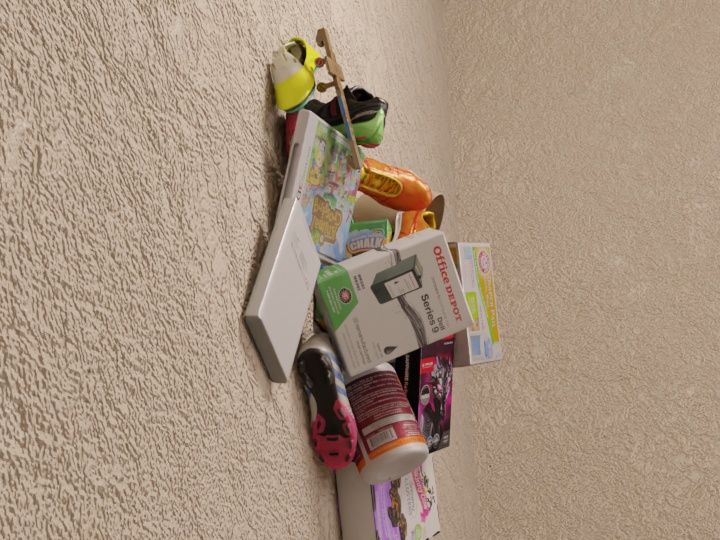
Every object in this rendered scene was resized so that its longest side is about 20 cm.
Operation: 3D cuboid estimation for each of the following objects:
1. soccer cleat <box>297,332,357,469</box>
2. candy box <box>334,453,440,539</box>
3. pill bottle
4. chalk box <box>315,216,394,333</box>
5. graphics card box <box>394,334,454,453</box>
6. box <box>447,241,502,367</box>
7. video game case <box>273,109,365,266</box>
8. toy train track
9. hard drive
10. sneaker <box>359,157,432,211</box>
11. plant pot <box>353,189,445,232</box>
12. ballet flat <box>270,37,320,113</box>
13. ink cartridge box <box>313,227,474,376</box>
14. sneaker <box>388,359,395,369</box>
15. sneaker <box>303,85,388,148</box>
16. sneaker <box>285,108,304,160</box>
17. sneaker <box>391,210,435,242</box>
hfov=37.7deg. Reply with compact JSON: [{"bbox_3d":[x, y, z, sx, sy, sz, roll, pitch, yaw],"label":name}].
[{"bbox_3d":[-0.041,0.184,1.511,0.087,0.069,0.203,-69,150,-65],"label":"soccer cleat"},{"bbox_3d":[0.046,0.364,1.687,0.199,0.071,0.171,-9,93,-57],"label":"candy box"},{"bbox_3d":[0.018,0.206,1.575,0.110,0.108,0.202,59,7,-64],"label":"pill bottle"},{"bbox_3d":[0.000,0.000,1.674,0.125,0.122,0.203,60,27,-64],"label":"chalk box"},{"bbox_3d":[0.100,0.186,1.661,0.125,0.050,0.204,-1,95,-61],"label":"graphics card box"},{"bbox_3d":[0.159,0.058,1.763,0.112,0.100,0.204,-2,85,-53],"label":"box"},{"bbox_3d":[-0.056,-0.111,1.509,0.200,0.022,0.185,25,76,-65],"label":"video game case"},{"bbox_3d":[-0.038,-0.240,1.493,0.115,0.032,0.203,-19,94,-80],"label":"toy train track"},{"bbox_3d":[-0.097,0.024,1.363,0.133,0.026,0.202,72,24,-45],"label":"hard drive"},{"bbox_3d":[0.022,-0.144,1.711,0.077,0.197,0.074,-72,-175,-72],"label":"sneaker"},{"bbox_3d":[0.047,-0.066,1.847,0.202,0.133,0.201,-58,163,-29],"label":"plant pot"},{"bbox_3d":[-0.099,-0.289,1.524,0.067,0.066,0.201,55,20,-22],"label":"ballet flat"},{"bbox_3d":[0.045,0.042,1.509,0.084,0.198,0.148,-155,-136,-77],"label":"ink cartridge box"},{"bbox_3d":[0.031,0.250,1.780,0.088,0.075,0.202,-53,157,-56],"label":"sneaker"},{"bbox_3d":[-0.017,-0.239,1.608,0.076,0.199,0.085,26,87,-39],"label":"sneaker"},{"bbox_3d":[-0.065,-0.183,1.577,0.200,0.073,0.082,58,28,-63],"label":"sneaker"},{"bbox_3d":[0.087,-0.032,1.634,0.202,0.076,0.074,-82,164,-48],"label":"sneaker"}]
